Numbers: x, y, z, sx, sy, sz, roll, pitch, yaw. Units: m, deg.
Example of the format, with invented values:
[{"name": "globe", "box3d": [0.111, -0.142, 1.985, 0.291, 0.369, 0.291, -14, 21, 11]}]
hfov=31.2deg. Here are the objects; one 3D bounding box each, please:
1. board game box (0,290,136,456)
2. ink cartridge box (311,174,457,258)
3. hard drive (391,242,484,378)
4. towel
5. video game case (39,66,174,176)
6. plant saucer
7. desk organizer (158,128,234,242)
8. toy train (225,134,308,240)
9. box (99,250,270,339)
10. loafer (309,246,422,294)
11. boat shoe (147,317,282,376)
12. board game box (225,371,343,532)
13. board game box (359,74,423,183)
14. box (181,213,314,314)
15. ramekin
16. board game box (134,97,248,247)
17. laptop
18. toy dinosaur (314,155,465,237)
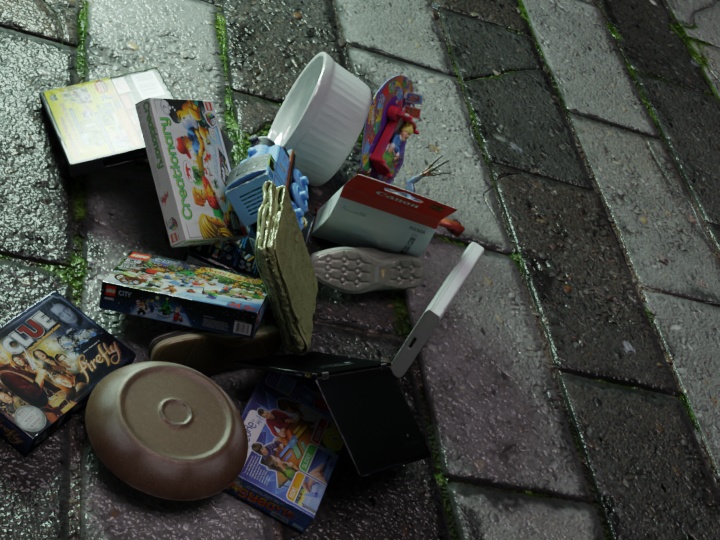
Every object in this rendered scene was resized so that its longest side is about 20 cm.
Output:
[{"name": "board game box", "box3d": [-0.379, 0.117, 1.529, 0.135, 0.035, 0.200, 37, 37, 7]}, {"name": "ink cartridge box", "box3d": [0.033, -0.071, 1.897, 0.159, 0.200, 0.047, 19, 73, -14]}, {"name": "hard drive", "box3d": [0.111, 0.055, 1.857, 0.026, 0.132, 0.200, 33, 37, 3]}, {"name": "towel", "box3d": [-0.098, -0.003, 1.682, 0.036, 0.201, 0.149, -8, 41, 13]}, {"name": "video game case", "box3d": [-0.351, -0.217, 1.851, 0.180, 0.026, 0.200, -15, 43, -17]}, {"name": "plant saucer", "box3d": [-0.221, 0.176, 1.512, 0.200, 0.037, 0.201, 17, 41, -16]}, {"name": "desk organizer", "box3d": [-0.250, -0.136, 1.850, 0.072, 0.077, 0.200, 49, 29, -27]}, {"name": "toy train", "box3d": [-0.128, -0.118, 1.803, 0.200, 0.086, 0.115, -86, 151, -61]}, {"name": "box", "box3d": [-0.219, 0.029, 1.655, 0.199, 0.038, 0.137, 11, 18, 1]}, {"name": "loafer", "box3d": [0.000, 0.000, 1.904, 0.199, 0.070, 0.070, 6, 1, -36]}, {"name": "boat shoe", "box3d": [-0.193, 0.091, 1.665, 0.200, 0.072, 0.066, -6, 41, -40]}, {"name": "board game box", "box3d": [-0.094, 0.218, 1.610, 0.135, 0.035, 0.200, 30, 36, -3]}, {"name": "board game box", "box3d": [0.056, -0.209, 2.061, 0.039, 0.201, 0.158, 19, 28, 24]}, {"name": "box", "box3d": [-0.160, -0.040, 1.848, 0.158, 0.046, 0.200, 24, 37, -9]}, {"name": "ramekin", "box3d": [-0.066, -0.229, 2.009, 0.097, 0.201, 0.201, 28, 36, -17]}, {"name": "board game box", "box3d": [-0.229, -0.134, 1.749, 0.126, 0.035, 0.201, -8, 80, -54]}, {"name": "laptop", "box3d": [-0.033, 0.177, 1.647, 0.199, 0.117, 0.187, 6, 3, 30]}, {"name": "toy dinosaur", "box3d": [0.066, -0.086, 1.984, 0.200, 0.105, 0.181, -40, 49, -7]}]
